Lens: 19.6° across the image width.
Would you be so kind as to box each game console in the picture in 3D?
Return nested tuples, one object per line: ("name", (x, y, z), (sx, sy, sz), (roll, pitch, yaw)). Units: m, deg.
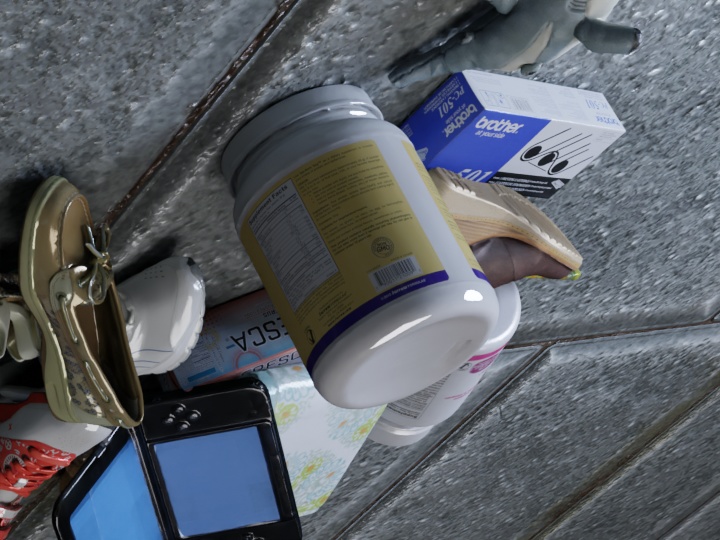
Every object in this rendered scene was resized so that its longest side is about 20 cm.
("game console", (-0.141, 0.204, 1.670), (0.176, 0.116, 0.200), (-10, 131, 0))

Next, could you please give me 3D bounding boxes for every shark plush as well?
("shark plush", (0.108, -0.190, 1.481), (0.200, 0.091, 0.083), (-16, 145, 29))

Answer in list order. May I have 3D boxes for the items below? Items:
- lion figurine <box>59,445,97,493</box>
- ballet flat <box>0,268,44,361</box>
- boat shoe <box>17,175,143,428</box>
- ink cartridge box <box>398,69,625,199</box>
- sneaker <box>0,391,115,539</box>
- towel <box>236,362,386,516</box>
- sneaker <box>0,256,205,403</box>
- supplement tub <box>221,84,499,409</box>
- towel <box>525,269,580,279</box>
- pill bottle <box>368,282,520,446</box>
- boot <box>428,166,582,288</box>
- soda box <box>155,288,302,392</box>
("lion figurine", (-0.227, 0.185, 1.845), (0.122, 0.073, 0.200), (19, 147, -16))
("ballet flat", (-0.260, 0.030, 1.466), (0.068, 0.075, 0.200), (-35, 158, 30))
("boat shoe", (-0.190, 0.023, 1.453), (0.073, 0.063, 0.200), (-57, 150, -46))
("ink cartridge box", (0.116, -0.105, 1.648), (0.094, 0.044, 0.200), (-43, 153, 30))
("sneaker", (-0.259, 0.155, 1.594), (0.067, 0.108, 0.201), (26, 158, -34))
("towel", (-0.067, 0.150, 1.794), (0.171, 0.048, 0.200), (-11, 141, -46))
("sneaker", (-0.199, 0.056, 1.605), (0.200, 0.075, 0.087), (-40, 150, 25))
("supplement tub", (-0.004, -0.018, 1.494), (0.145, 0.200, 0.145), (-23, 157, -11))
("towel", (0.105, -0.021, 1.773), (0.200, 0.086, 0.018), (3, 119, -51))
("pill bottle", (0.058, 0.071, 1.875), (0.113, 0.113, 0.200), (-15, 155, -29))
("boot", (0.067, 0.008, 1.651), (0.200, 0.072, 0.166), (22, 114, -42))
("soda box", (-0.075, 0.057, 1.757), (0.200, 0.064, 0.068), (-21, 157, -16))
